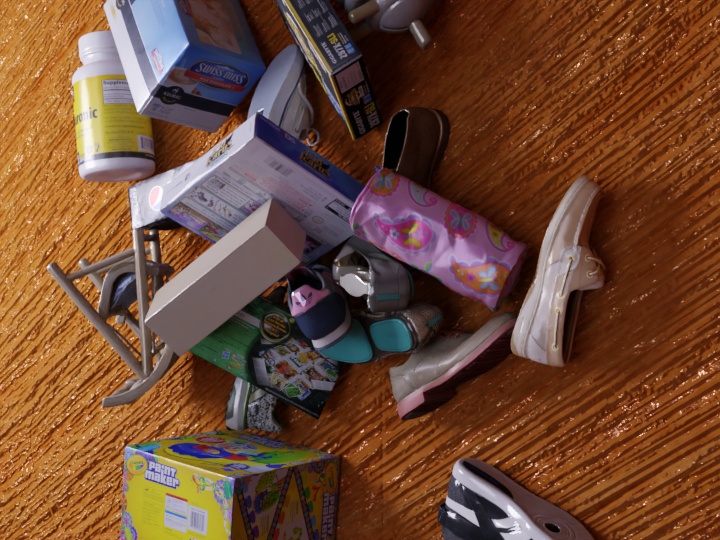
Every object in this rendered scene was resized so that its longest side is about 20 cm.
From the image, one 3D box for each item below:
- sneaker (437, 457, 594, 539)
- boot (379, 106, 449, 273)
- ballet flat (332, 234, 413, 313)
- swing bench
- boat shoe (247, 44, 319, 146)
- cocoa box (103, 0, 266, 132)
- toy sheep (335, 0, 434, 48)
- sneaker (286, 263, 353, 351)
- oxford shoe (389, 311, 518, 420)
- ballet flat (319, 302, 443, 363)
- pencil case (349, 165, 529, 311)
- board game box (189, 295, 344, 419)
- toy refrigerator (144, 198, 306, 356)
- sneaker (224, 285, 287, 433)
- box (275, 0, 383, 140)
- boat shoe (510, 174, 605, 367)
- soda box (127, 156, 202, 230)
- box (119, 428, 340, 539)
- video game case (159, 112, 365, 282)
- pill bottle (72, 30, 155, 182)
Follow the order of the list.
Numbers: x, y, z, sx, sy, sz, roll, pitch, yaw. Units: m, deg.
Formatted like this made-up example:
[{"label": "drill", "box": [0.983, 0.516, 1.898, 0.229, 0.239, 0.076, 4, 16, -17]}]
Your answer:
[{"label": "sneaker", "box": [0.166, 0.299, 1.181, 0.199, 0.072, 0.113, 33, 113, 43]}, {"label": "boot", "box": [0.045, -0.091, 1.275, 0.073, 0.075, 0.203, 17, 101, 36]}, {"label": "ballet flat", "box": [0.000, 0.000, 1.260, 0.200, 0.063, 0.068, -144, 48, -67]}, {"label": "swing bench", "box": [-0.300, 0.059, 1.451, 0.128, 0.199, 0.203, -22, 93, -3]}, {"label": "boat shoe", "box": [-0.091, -0.186, 1.390, 0.074, 0.086, 0.204, -17, 50, 42]}, {"label": "cocoa box", "box": [-0.235, -0.310, 1.452, 0.131, 0.132, 0.202, -43, 55, 32]}, {"label": "toy sheep", "box": [0.024, -0.338, 1.259, 0.137, 0.137, 0.202, -33, 83, 34]}, {"label": "sneaker", "box": [-0.057, 0.018, 1.300, 0.070, 0.083, 0.200, -34, 21, 1]}, {"label": "oxford shoe", "box": [0.100, 0.093, 1.231, 0.200, 0.070, 0.076, -40, 64, 32]}, {"label": "ballet flat", "box": [0.026, 0.069, 1.285, 0.199, 0.075, 0.069, -11, 102, 52]}, {"label": "pencil case", "box": [0.084, -0.035, 1.199, 0.198, 0.087, 0.088, 28, 108, 12]}, {"label": "board game box", "box": [-0.117, 0.094, 1.370, 0.198, 0.023, 0.106, 27, 100, 5]}, {"label": "toy refrigerator", "box": [-0.157, 0.011, 1.297, 0.199, 0.076, 0.070, -38, 110, 19]}, {"label": "sneaker", "box": [-0.110, 0.121, 1.422, 0.087, 0.077, 0.203, 15, 99, 7]}, {"label": "box", "box": [-0.047, -0.275, 1.299, 0.049, 0.160, 0.202, -30, 68, 0]}, {"label": "boat shoe", "box": [0.220, 0.004, 1.138, 0.068, 0.073, 0.203, 23, 105, 25]}, {"label": "soda box", "box": [-0.231, -0.107, 1.503, 0.198, 0.070, 0.064, -15, 82, 39]}, {"label": "box", "box": [-0.161, 0.284, 1.366, 0.198, 0.191, 0.124, 6, 94, 38]}, {"label": "video game case", "box": [-0.110, -0.082, 1.326, 0.180, 0.199, 0.046, -32, 41, 34]}, {"label": "pill bottle", "box": [-0.359, -0.236, 1.585, 0.110, 0.111, 0.203, -10, 82, 39]}]
